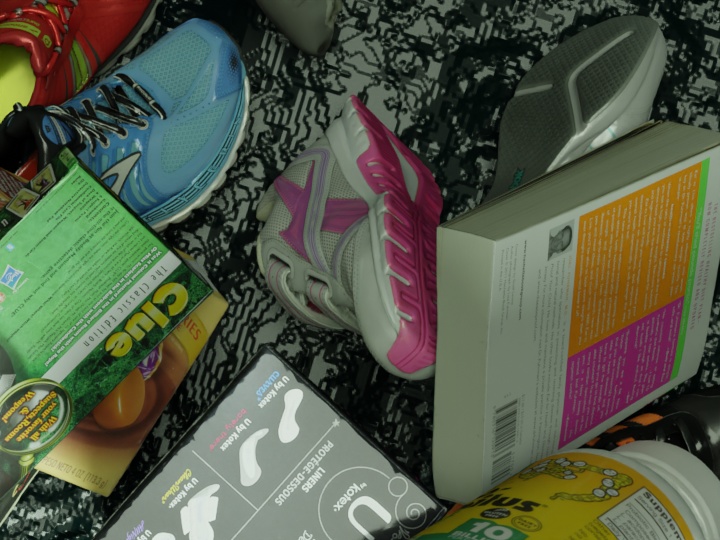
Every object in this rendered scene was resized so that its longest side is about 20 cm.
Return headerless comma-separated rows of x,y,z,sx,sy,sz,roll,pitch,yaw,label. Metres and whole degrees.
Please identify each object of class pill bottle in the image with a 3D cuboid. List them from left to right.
0.087,0.144,1.280,0.113,0.200,0.113,12,112,32,pill bottle

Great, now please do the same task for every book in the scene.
0.106,0.018,1.372,0.048,0.200,0.134,16,115,33,book

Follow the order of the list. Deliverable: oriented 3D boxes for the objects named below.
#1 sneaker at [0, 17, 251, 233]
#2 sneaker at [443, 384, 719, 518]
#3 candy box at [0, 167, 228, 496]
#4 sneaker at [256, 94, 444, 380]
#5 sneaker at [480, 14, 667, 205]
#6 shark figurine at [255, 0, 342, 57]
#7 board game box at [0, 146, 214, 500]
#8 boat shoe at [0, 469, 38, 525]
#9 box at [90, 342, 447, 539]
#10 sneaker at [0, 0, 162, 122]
-0.131,-0.053,1.401,0.078,0.090,0.200,35,70,27,sneaker
0.127,0.110,1.422,0.200,0.090,0.070,-24,77,-3,sneaker
-0.175,0.016,1.338,0.200,0.056,0.117,26,102,-36,candy box
0.000,0.000,1.397,0.088,0.200,0.081,-40,117,13,sneaker
0.105,-0.038,1.453,0.080,0.070,0.201,42,67,-38,sneaker
-0.078,-0.203,1.416,0.089,0.128,0.215,-24,88,-6,shark figurine
-0.170,0.047,1.309,0.200,0.023,0.105,-44,126,0,board game box
-0.182,0.070,1.429,0.074,0.063,0.202,29,82,3,boat shoe
-0.045,0.122,1.363,0.115,0.200,0.132,41,86,1,box
-0.156,-0.117,1.430,0.077,0.085,0.200,31,86,-1,sneaker
